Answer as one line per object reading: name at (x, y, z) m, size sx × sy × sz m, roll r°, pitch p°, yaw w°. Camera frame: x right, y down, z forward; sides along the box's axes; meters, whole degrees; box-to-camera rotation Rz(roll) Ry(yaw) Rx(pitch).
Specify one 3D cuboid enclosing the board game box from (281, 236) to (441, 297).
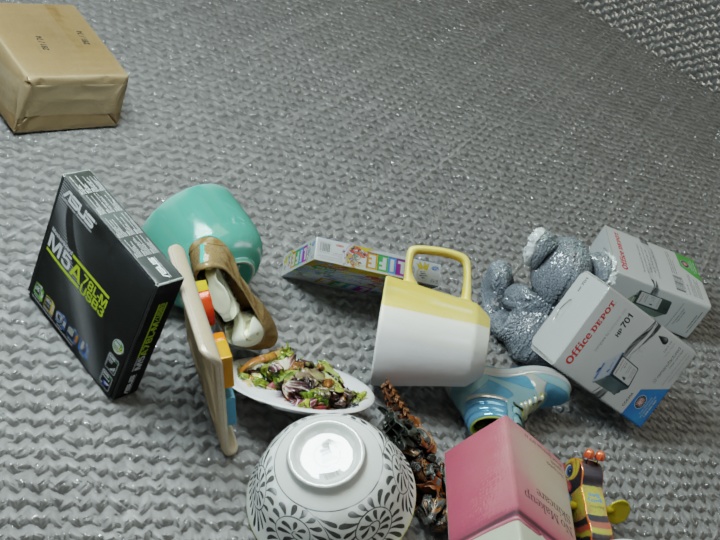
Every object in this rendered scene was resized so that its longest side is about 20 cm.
board game box at (0.000, 0.000, 1.574) m, size 0.198 × 0.134 × 0.035 m, roll 12°, pitch 75°, yaw -22°

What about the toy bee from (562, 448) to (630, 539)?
toy bee at (0.289, 0.294, 1.423) m, size 0.130 × 0.109 × 0.201 m, roll -5°, pitch 47°, yaw -36°

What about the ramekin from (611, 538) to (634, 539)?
ramekin at (0.333, 0.434, 1.285) m, size 0.199 × 0.098 × 0.201 m, roll 19°, pitch 37°, yaw -14°

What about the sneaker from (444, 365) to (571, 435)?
sneaker at (0.224, 0.203, 1.521) m, size 0.198 × 0.080 × 0.131 m, roll 3°, pitch 40°, yaw -18°

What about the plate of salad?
plate of salad at (-0.077, 0.135, 1.362) m, size 0.198 × 0.049 × 0.200 m, roll 11°, pitch 11°, yaw -2°

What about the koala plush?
koala plush at (0.300, 0.031, 1.682) m, size 0.176 × 0.201 × 0.184 m, roll 24°, pitch 35°, yaw -7°

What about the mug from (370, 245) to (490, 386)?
mug at (0.100, 0.076, 1.463) m, size 0.151 × 0.189 × 0.150 m, roll 9°, pitch 20°, yaw 3°

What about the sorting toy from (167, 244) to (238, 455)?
sorting toy at (-0.181, 0.094, 1.278) m, size 0.036 × 0.201 × 0.186 m, roll -16°, pitch 49°, yaw -12°

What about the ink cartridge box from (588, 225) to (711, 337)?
ink cartridge box at (0.518, 0.018, 1.953) m, size 0.198 × 0.084 × 0.147 m, roll 20°, pitch 35°, yaw -12°

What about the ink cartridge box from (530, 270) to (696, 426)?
ink cartridge box at (0.381, 0.119, 1.618) m, size 0.199 × 0.147 × 0.086 m, roll 33°, pitch 6°, yaw -24°

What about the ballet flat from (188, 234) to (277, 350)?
ballet flat at (-0.161, 0.047, 1.357) m, size 0.067 × 0.201 × 0.073 m, roll -16°, pitch 37°, yaw 9°

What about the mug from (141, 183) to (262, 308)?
mug at (-0.217, -0.010, 1.436) m, size 0.115 × 0.185 × 0.152 m, roll 50°, pitch 16°, yaw 25°

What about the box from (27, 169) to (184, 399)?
box at (-0.309, 0.018, 1.275) m, size 0.047 × 0.194 × 0.200 m, roll -19°, pitch 57°, yaw -45°

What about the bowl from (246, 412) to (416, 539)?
bowl at (-0.037, 0.231, 1.214) m, size 0.198 × 0.095 × 0.202 m, roll -2°, pitch 48°, yaw 2°

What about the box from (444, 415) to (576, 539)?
box at (0.183, 0.303, 1.303) m, size 0.128 × 0.109 × 0.201 m, roll 40°, pitch 28°, yaw -26°

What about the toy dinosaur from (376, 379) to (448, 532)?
toy dinosaur at (0.054, 0.235, 1.367) m, size 0.135 × 0.103 × 0.200 m, roll 25°, pitch 16°, yaw -43°

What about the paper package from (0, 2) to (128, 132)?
paper package at (-0.484, -0.314, 1.651) m, size 0.190 × 0.104 × 0.200 m, roll -11°, pitch 50°, yaw -45°
